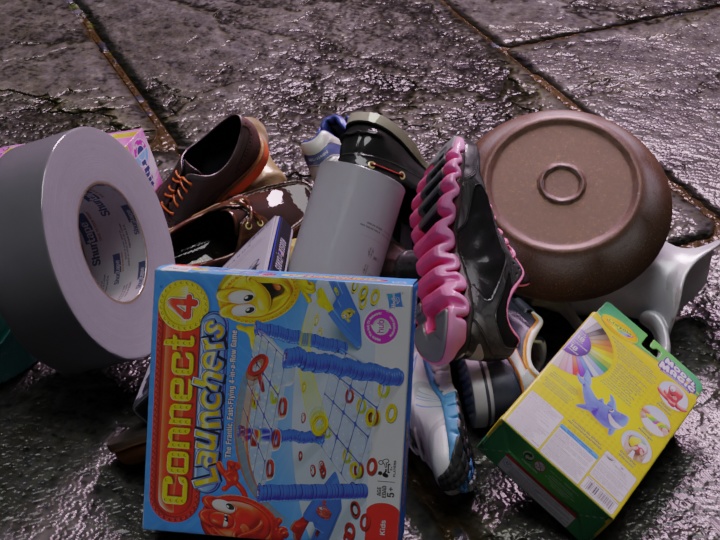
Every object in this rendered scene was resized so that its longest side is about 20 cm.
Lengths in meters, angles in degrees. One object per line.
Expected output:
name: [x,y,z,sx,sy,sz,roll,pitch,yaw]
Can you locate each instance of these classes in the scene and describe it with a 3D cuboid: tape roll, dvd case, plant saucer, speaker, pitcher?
tape roll: [-0.236,-0.016,1.291,0.066,0.201,0.201,-14,27,22]
dvd case: [-0.121,0.037,1.284,0.150,0.025,0.200,-43,12,13]
plant saucer: [0.178,-0.068,1.347,0.199,0.037,0.202,-2,60,3]
speaker: [-0.025,0.011,1.292,0.081,0.201,0.081,16,-10,3]
pitcher: [0.207,0.006,1.389,0.199,0.122,0.172,22,53,13]

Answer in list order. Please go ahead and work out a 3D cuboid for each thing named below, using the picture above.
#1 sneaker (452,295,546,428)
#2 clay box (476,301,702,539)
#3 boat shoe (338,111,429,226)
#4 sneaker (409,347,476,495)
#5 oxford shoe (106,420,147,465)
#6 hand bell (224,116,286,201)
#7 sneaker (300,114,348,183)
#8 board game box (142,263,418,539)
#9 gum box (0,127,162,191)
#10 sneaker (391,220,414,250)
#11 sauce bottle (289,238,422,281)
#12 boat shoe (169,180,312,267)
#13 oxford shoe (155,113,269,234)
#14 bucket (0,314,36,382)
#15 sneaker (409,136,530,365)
sneaker: [0.117,0.055,1.333,0.079,0.079,0.201,-8,44,-5]
clay box: [0.191,0.116,1.224,0.115,0.048,0.200,42,43,8]
boat shoe: [0.051,-0.068,1.401,0.073,0.201,0.063,-5,60,44]
sneaker: [0.043,0.122,1.248,0.086,0.075,0.200,-13,28,-1]
oxford shoe: [-0.107,0.137,1.219,0.198,0.072,0.071,-11,12,13]
hand bell: [-0.072,-0.058,1.527,0.104,0.105,0.200,-26,53,-35]
sneaker: [0.000,-0.127,1.571,0.075,0.089,0.200,-24,8,21]
board game box: [-0.060,0.101,1.145,0.194,0.202,0.056,3,3,6]
gum box: [-0.314,-0.077,1.511,0.199,0.067,0.114,-5,28,23]
sneaker: [0.059,-0.031,1.501,0.087,0.075,0.200,32,26,-9]
sauce bottle: [0.000,0.000,1.373,0.199,0.066,0.066,-3,23,44]
boat shoe: [-0.121,-0.032,1.437,0.199,0.070,0.070,-32,65,-20]
oxford shoe: [-0.175,-0.073,1.471,0.071,0.073,0.200,35,79,23]
bucket: [-0.370,0.008,1.352,0.205,0.136,0.208,-1,32,0]
sneaker: [0.096,-0.013,1.270,0.095,0.079,0.202,9,70,-20]
